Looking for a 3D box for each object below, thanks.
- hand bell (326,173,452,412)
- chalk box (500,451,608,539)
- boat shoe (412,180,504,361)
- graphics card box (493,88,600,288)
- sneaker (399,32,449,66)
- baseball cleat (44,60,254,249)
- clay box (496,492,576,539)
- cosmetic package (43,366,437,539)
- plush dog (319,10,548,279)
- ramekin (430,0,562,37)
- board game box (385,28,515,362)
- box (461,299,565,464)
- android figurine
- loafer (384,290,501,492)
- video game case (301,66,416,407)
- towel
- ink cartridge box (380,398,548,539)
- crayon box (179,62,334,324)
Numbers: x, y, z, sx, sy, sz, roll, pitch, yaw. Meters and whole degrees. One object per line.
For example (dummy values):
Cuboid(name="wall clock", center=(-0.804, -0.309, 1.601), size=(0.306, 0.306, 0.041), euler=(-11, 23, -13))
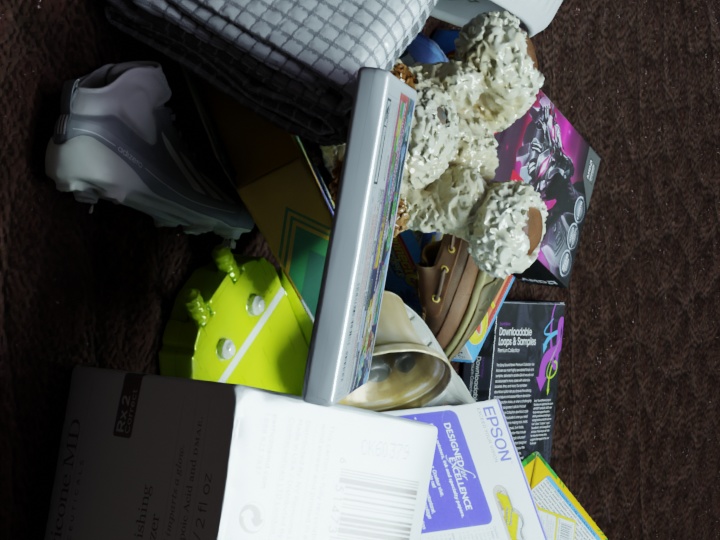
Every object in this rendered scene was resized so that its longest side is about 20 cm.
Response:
Cuboid(name="hand bell", center=(0.000, 0.000, 1.555), size=(0.104, 0.103, 0.201), euler=(40, 33, -54))
Cuboid(name="chalk box", center=(0.105, 0.262, 1.707), size=(0.124, 0.200, 0.125), euler=(-36, 83, -32))
Cuboid(name="boat shoe", center=(0.077, 0.002, 1.620), size=(0.072, 0.067, 0.201), euler=(-51, 169, -46))
Cuboid(name="graphics card box", center=(0.130, -0.079, 1.707), size=(0.200, 0.050, 0.127), euler=(41, 60, -55))
Cuboid(name="sneaker", center=(0.000, -0.157, 1.572), size=(0.199, 0.073, 0.083), euler=(23, 82, -53))
Cuboid(name="baseball cleat", center=(-0.128, -0.080, 1.372), size=(0.200, 0.069, 0.108), euler=(19, 80, -59))
Cuboid(name="clay box", center=(0.062, 0.215, 1.558), size=(0.048, 0.198, 0.116), euler=(126, -20, -51))
Cuboid(name="cosmetic package", center=(-0.083, 0.159, 1.326), size=(0.164, 0.199, 0.167), euler=(14, 82, -38))
Cuboid(name="plush dog", center=(0.033, -0.096, 1.485), size=(0.171, 0.159, 0.202), euler=(24, 62, -50))
Cuboid(name="ramekin", center=(0.075, -0.250, 1.566), size=(0.202, 0.201, 0.095), euler=(27, 83, -57))
Cuboid(name="board game box", center=(0.079, -0.062, 1.728), size=(0.201, 0.055, 0.196), euler=(-62, 142, -32))
Cuboid(name="box", center=(0.134, 0.126, 1.873), size=(0.143, 0.036, 0.202), euler=(4, 93, -60))
Cuboid(name="android figurine", center=(-0.085, 0.072, 1.500), size=(0.182, 0.041, 0.201), euler=(-55, 140, -38))
Cuboid(name="loafer", center=(0.046, 0.095, 1.613), size=(0.070, 0.070, 0.201), euler=(-38, 95, -14))
Cuboid(name="video game case", center=(0.001, -0.022, 1.293), size=(0.182, 0.023, 0.202), euler=(-10, 109, -83))
Cuboid(name="towel", center=(-0.057, -0.193, 1.366), size=(0.166, 0.199, 0.086), euler=(-57, 172, -29))
Cuboid(name="ink cartridge box", center=(0.044, 0.199, 1.499), size=(0.198, 0.043, 0.200), euler=(-4, 64, -31))
Cuboid(name="crayon box", center=(-0.058, -0.066, 1.429), size=(0.200, 0.051, 0.126), euler=(61, 4, -49))
